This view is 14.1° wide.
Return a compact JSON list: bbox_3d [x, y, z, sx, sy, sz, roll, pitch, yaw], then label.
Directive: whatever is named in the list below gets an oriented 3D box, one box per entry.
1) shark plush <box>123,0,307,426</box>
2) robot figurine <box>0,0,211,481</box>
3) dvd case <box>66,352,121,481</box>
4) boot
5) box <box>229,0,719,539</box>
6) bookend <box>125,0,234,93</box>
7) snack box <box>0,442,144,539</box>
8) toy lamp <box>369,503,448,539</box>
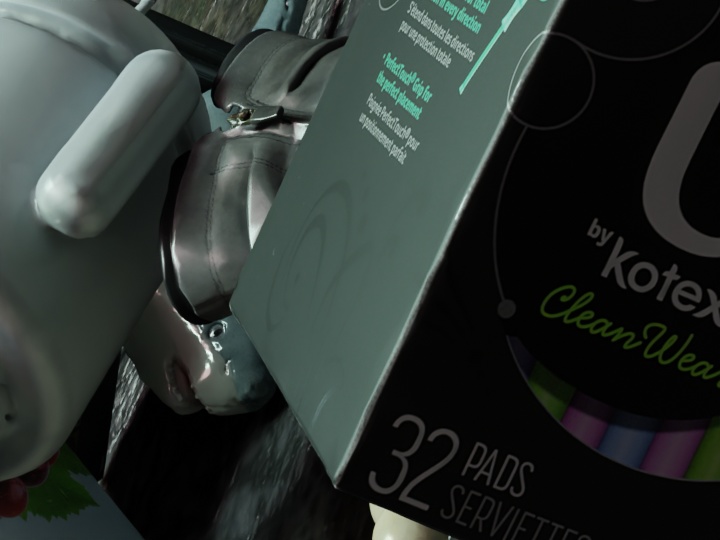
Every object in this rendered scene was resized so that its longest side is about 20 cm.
[{"bbox_3d":[-0.041,-0.024,1.102,0.083,0.091,0.200,-15,36,37],"label":"shark plush"},{"bbox_3d":[-0.116,-0.015,0.902,0.169,0.113,0.200,-22,28,40],"label":"robot figurine"},{"bbox_3d":[-0.126,0.032,1.094,0.200,0.016,0.150,-35,-45,-71],"label":"dvd case"},{"bbox_3d":[0.000,0.000,0.809,0.131,0.070,0.200,-13,36,29],"label":"boot"},{"bbox_3d":[0.086,-0.039,0.571,0.201,0.148,0.124,-64,18,8],"label":"box"},{"bbox_3d":[-0.146,0.009,1.260,0.200,0.092,0.200,-37,37,55],"label":"bookend"},{"bbox_3d":[-0.152,0.138,0.920,0.200,0.142,0.053,-41,5,-32],"label":"snack box"},{"bbox_3d":[0.012,0.067,0.805,0.058,0.058,0.200,-57,21,30],"label":"toy lamp"}]
